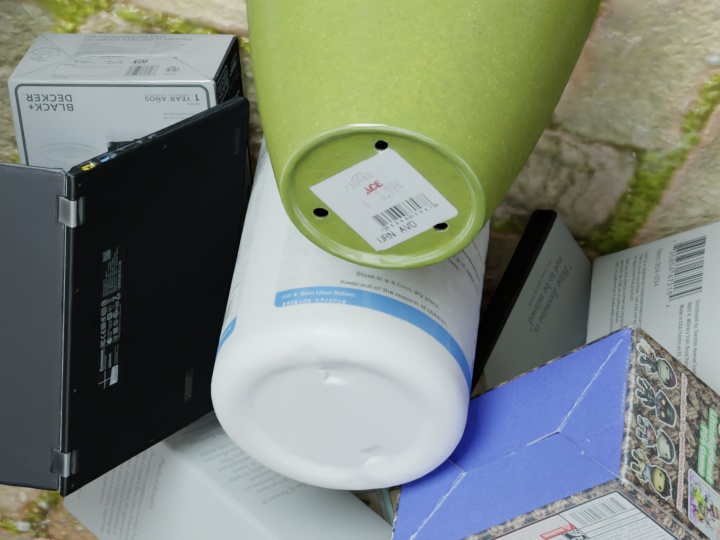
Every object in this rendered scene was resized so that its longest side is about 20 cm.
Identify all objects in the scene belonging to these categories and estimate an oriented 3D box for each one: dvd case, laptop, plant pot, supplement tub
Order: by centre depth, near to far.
[{"bbox_3d":[0.024,-0.105,1.048,0.186,0.201,0.188,5,139,5],"label":"plant pot"},{"bbox_3d":[-0.168,0.005,1.152,0.115,0.199,0.188,27,127,31],"label":"laptop"},{"bbox_3d":[0.000,0.000,1.173,0.131,0.201,0.132,6,140,5],"label":"supplement tub"},{"bbox_3d":[0.122,0.083,1.290,0.017,0.143,0.200,2,143,39],"label":"dvd case"}]

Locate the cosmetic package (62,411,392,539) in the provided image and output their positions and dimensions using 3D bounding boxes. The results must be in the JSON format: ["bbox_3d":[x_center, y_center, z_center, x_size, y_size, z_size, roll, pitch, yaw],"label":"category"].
[{"bbox_3d":[-0.077,0.141,1.283,0.200,0.074,0.102,37,128,29],"label":"cosmetic package"}]

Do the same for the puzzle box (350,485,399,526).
[{"bbox_3d":[0.032,0.168,1.291,0.132,0.025,0.201,-14,95,21],"label":"puzzle box"}]

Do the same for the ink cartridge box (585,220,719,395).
[{"bbox_3d":[0.226,0.043,1.217,0.199,0.146,0.084,-17,132,29],"label":"ink cartridge box"}]

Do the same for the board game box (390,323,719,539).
[{"bbox_3d":[0.140,0.143,1.163,0.159,0.097,0.200,-26,128,36],"label":"board game box"}]

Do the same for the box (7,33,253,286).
[{"bbox_3d":[-0.118,-0.026,1.230,0.116,0.060,0.201,0,120,10],"label":"box"}]
